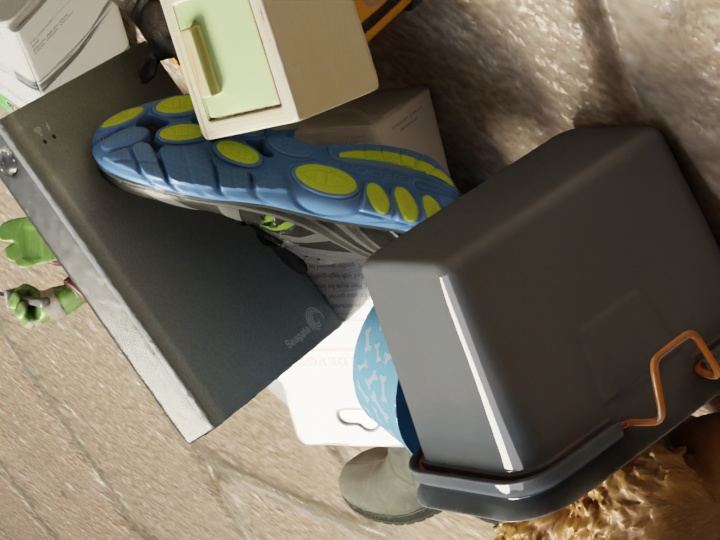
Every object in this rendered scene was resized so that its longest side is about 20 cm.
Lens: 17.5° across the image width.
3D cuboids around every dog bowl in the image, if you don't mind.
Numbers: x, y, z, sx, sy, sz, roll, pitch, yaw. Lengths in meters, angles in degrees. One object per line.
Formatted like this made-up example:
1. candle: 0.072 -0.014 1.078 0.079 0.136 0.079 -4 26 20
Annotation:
1. dog bowl: 0.069 0.065 1.307 0.050 0.112 0.200 23 172 42

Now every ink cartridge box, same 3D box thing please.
1. ink cartridge box: 0.000 0.000 1.363 0.116 0.068 0.200 -1 113 33
2. ink cartridge box: -0.230 -0.179 1.487 0.146 0.084 0.200 38 166 12

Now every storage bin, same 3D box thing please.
1. storage bin: 0.105 0.019 1.195 0.146 0.200 0.134 3 122 57

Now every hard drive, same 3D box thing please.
1. hard drive: -0.108 -0.018 1.288 0.033 0.140 0.200 -32 94 38

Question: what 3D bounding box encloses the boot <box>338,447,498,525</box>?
1. boot: 0.032 0.112 1.618 0.200 0.068 0.131 -5 134 50

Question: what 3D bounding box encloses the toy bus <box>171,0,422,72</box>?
1. toy bus: -0.040 -0.146 1.301 0.078 0.065 0.200 50 156 -10

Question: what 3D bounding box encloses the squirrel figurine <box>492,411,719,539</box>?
1. squirrel figurine: 0.171 0.118 1.279 0.187 0.200 0.142 -150 64 -66

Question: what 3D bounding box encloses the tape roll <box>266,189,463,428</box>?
1. tape roll: -0.001 0.014 1.443 0.203 0.037 0.203 16 124 26

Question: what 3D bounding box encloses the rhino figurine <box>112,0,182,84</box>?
1. rhino figurine: -0.121 -0.179 1.287 0.087 0.060 0.200 115 135 -62

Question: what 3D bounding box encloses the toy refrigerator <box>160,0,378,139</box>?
1. toy refrigerator: -0.066 -0.173 1.184 0.076 0.070 0.200 -7 105 46

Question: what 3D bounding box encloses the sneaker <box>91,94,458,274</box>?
1. sneaker: -0.049 -0.037 1.255 0.200 0.071 0.083 13 137 -9

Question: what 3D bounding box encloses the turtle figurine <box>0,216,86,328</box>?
1. turtle figurine: -0.232 -0.040 1.657 0.200 0.144 0.194 33 175 10
